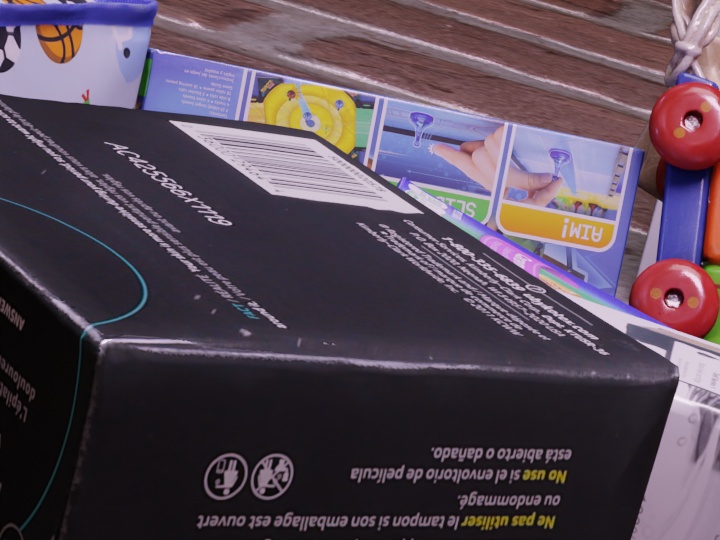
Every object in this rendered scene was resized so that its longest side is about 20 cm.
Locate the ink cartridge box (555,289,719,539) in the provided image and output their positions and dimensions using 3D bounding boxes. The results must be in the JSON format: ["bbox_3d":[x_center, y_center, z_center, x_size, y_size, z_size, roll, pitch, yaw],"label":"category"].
[{"bbox_3d":[0.069,0.092,0.703,0.199,0.147,0.084,19,14,14],"label":"ink cartridge box"}]

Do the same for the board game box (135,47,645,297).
[{"bbox_3d":[0.000,0.000,0.986,0.199,0.136,0.034,11,3,-15],"label":"board game box"}]

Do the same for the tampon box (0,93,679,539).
[{"bbox_3d":[-0.050,0.082,0.517,0.126,0.201,0.150,5,19,-34],"label":"tampon box"}]

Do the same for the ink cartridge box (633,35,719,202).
[{"bbox_3d":[0.229,-0.012,1.108,0.199,0.075,0.165,32,3,22],"label":"ink cartridge box"}]

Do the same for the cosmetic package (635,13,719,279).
[{"bbox_3d":[0.198,-0.088,1.372,0.051,0.201,0.151,15,14,6],"label":"cosmetic package"}]

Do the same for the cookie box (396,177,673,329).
[{"bbox_3d":[0.076,0.061,0.879,0.199,0.075,0.171,30,15,-1],"label":"cookie box"}]

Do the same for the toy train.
[{"bbox_3d":[0.172,-0.045,1.007,0.115,0.201,0.085,6,-14,10],"label":"toy train"}]

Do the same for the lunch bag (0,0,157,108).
[{"bbox_3d":[-0.177,-0.022,0.836,0.123,0.171,0.200,18,15,24],"label":"lunch bag"}]
